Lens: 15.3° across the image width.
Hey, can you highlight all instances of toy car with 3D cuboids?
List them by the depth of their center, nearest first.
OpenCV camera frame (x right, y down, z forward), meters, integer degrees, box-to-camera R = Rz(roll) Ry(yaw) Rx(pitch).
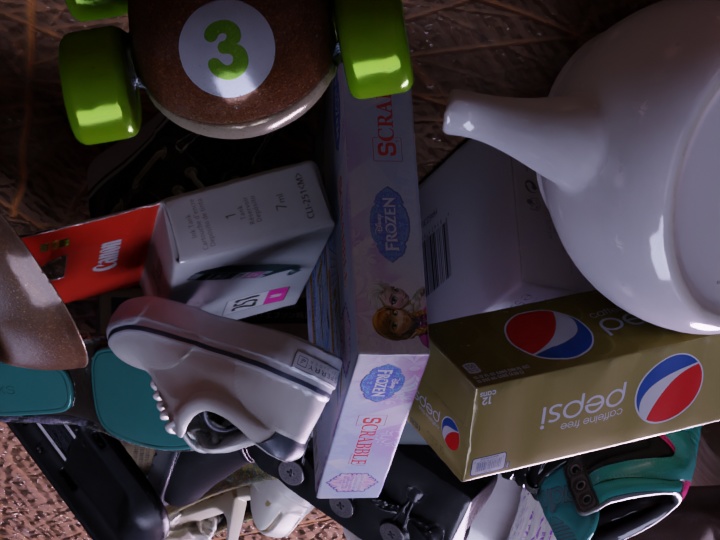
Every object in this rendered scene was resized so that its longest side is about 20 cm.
[{"bbox_3d":[-0.072,-0.175,1.239,0.163,0.158,0.200,-9,141,3],"label":"toy car"}]

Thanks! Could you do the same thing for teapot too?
[{"bbox_3d":[0.168,-0.067,1.471,0.146,0.197,0.200,21,149,43],"label":"teapot"}]

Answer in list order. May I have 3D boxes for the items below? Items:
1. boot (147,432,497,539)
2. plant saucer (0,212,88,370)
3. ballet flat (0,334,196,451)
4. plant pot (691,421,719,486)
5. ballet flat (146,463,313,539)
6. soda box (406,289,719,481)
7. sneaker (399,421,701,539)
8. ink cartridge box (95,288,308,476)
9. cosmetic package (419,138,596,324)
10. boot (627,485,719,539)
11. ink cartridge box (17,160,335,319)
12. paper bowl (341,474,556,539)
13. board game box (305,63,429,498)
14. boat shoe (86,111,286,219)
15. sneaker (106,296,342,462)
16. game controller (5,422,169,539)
[{"bbox_3d":[-0.027,0.135,1.681,0.199,0.066,0.165,27,140,5],"label":"boot"},{"bbox_3d":[-0.228,-0.015,1.489,0.037,0.200,0.201,-38,158,-15],"label":"plant saucer"},{"bbox_3d":[-0.156,0.064,1.639,0.199,0.072,0.072,6,159,27],"label":"ballet flat"},{"bbox_3d":[0.276,0.102,1.749,0.200,0.202,0.093,-12,155,16],"label":"plant pot"},{"bbox_3d":[-0.079,0.155,1.805,0.199,0.071,0.071,-18,150,27],"label":"ballet flat"},{"bbox_3d":[0.129,0.055,1.488,0.199,0.068,0.064,-11,125,-27],"label":"soda box"},{"bbox_3d":[0.107,0.117,1.581,0.199,0.121,0.084,-5,153,5],"label":"sneaker"},{"bbox_3d":[-0.100,0.086,1.821,0.164,0.075,0.200,0,152,-9],"label":"ink cartridge box"},{"bbox_3d":[0.130,0.013,1.649,0.199,0.123,0.199,9,151,-26],"label":"cosmetic package"},{"bbox_3d":[0.216,0.131,1.673,0.199,0.187,0.064,-6,-166,19],"label":"boot"},{"bbox_3d":[-0.113,0.001,1.541,0.173,0.044,0.200,-16,169,-11],"label":"ink cartridge box"},{"bbox_3d":[0.059,0.137,1.796,0.104,0.201,0.200,15,149,-32],"label":"paper bowl"},{"bbox_3d":[0.000,0.000,1.520,0.041,0.201,0.200,0,154,-8],"label":"board game box"},{"bbox_3d":[-0.091,-0.061,1.539,0.070,0.064,0.200,14,149,-30],"label":"boat shoe"},{"bbox_3d":[-0.090,0.062,1.489,0.073,0.071,0.200,30,168,-31],"label":"sneaker"},{"bbox_3d":[-0.191,0.101,1.734,0.042,0.200,0.104,-32,168,-33],"label":"game controller"}]
